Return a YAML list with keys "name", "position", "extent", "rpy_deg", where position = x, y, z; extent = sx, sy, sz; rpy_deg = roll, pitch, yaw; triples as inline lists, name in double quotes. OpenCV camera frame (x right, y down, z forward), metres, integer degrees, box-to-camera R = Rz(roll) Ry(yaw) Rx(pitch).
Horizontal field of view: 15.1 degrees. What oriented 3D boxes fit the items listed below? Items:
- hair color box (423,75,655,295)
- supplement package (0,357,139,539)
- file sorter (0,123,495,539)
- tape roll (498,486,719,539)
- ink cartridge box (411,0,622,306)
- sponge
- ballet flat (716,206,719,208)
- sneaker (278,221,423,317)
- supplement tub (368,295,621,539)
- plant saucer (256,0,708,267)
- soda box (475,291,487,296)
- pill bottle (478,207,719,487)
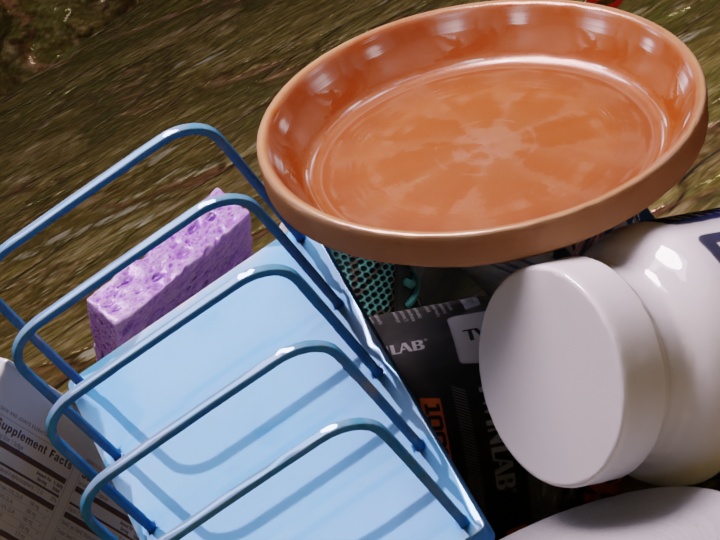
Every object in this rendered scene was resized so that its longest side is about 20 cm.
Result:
- name: "hair color box"
  position: [0.091, -0.021, 1.349]
  extent: [0.100, 0.200, 0.061]
  rpy_deg: [23, 82, 25]
- name: "supplement package"
  position: [-0.220, 0.144, 1.317]
  extent: [0.152, 0.151, 0.200]
  rpy_deg: [14, 74, 37]
- name: "file sorter"
  position: [-0.062, 0.058, 1.174]
  extent: [0.139, 0.123, 0.200]
  rpy_deg: [-35, 51, 5]
- name: "tape roll"
  position: [0.079, 0.168, 1.083]
  extent: [0.200, 0.066, 0.200]
  rpy_deg: [-26, 15, 7]
- name: "ink cartridge box"
  position: [0.082, -0.065, 1.435]
  extent: [0.160, 0.047, 0.200]
  rpy_deg: [-26, -26, -49]
- name: "sponge"
  position: [-0.108, 0.049, 1.630]
  extent: [0.112, 0.030, 0.200]
  rpy_deg: [-43, -25, -27]
- name: "ballet flat"
  position: [0.199, 0.015, 1.382]
  extent: [0.063, 0.069, 0.200]
  rpy_deg: [-42, 13, 4]
- name: "sneaker"
  position: [0.000, 0.000, 1.377]
  extent: [0.200, 0.091, 0.078]
  rpy_deg: [-62, 13, 18]
- name: "supplement tub"
  position: [0.019, 0.081, 1.312]
  extent: [0.200, 0.123, 0.123]
  rpy_deg: [-11, 14, -4]
- name: "plant saucer"
  position: [0.055, -0.059, 1.206]
  extent: [0.200, 0.032, 0.200]
  rpy_deg: [-8, 34, 5]
- name: "soda box"
  position: [0.062, 0.034, 1.566]
  extent: [0.200, 0.063, 0.068]
  rpy_deg: [-37, 15, -30]
- name: "pill bottle"
  position: [0.157, 0.030, 1.177]
  extent: [0.200, 0.116, 0.116]
  rpy_deg: [-9, 2, -35]
